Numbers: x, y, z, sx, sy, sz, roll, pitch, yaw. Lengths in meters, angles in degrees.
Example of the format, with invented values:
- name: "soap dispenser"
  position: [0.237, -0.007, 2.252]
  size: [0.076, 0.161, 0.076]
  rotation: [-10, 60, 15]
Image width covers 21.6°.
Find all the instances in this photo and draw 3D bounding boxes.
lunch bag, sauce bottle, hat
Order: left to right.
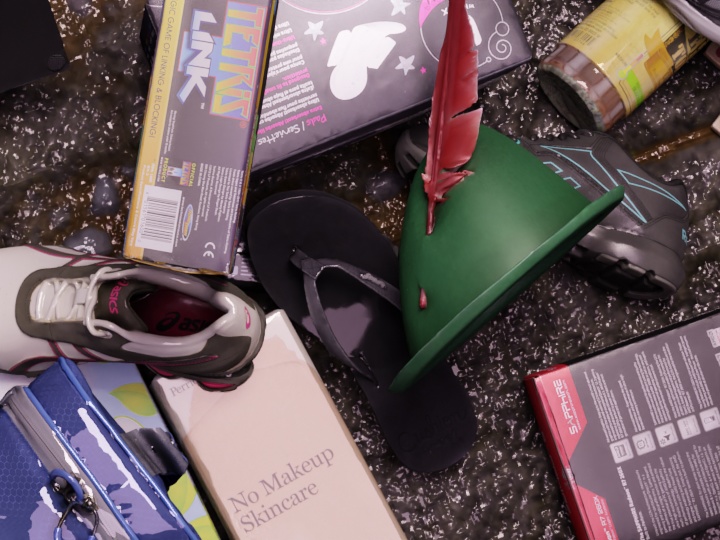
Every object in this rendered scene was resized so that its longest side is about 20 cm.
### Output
- name: "lunch bag"
  position: [-0.152, 0.128, 0.979]
  size: [0.132, 0.200, 0.136]
  rotation: [-37, 85, -13]
- name: "hat"
  position: [0.038, -0.060, 1.071]
  size: [0.200, 0.166, 0.176]
  rotation: [-41, 84, 7]
- name: "sauce bottle"
  position: [0.201, -0.170, 1.189]
  size: [0.200, 0.065, 0.065]
  rotation: [-43, 91, -7]

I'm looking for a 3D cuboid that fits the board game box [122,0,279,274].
- name: "board game box"
  position: [-0.075, -0.099, 0.965]
  size: [0.056, 0.165, 0.202]
  rotation: [9, 90, -2]

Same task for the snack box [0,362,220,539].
- name: "snack box"
  position: [-0.186, 0.134, 1.108]
  size: [0.168, 0.068, 0.201]
  rotation: [-25, 89, -10]

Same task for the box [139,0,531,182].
- name: "box"
  position: [-0.019, -0.131, 1.123]
  size: [0.199, 0.132, 0.116]
  rotation: [-21, 91, -8]

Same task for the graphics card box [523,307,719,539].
- name: "graphics card box"
  position: [0.213, 0.093, 1.172]
  size: [0.199, 0.051, 0.126]
  rotation: [-19, 87, -8]

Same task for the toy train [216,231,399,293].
- name: "toy train"
  position: [0.000, 0.000, 1.162]
  size: [0.198, 0.034, 0.046]
  rotation: [4, 87, -6]

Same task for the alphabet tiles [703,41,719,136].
- name: "alphabet tiles"
  position: [0.327, -0.114, 1.229]
  size: [0.200, 0.008, 0.167]
  rotation: [40, 81, -3]

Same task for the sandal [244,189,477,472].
- name: "sandal"
  position: [0.007, 0.034, 1.132]
  size: [0.076, 0.043, 0.201]
  rotation: [-37, 102, 3]

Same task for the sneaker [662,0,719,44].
- name: "sneaker"
  position: [0.198, -0.204, 1.107]
  size: [0.199, 0.114, 0.076]
  rotation: [30, 75, 12]

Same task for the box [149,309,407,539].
- name: "box"
  position: [-0.040, 0.132, 1.122]
  size: [0.095, 0.078, 0.201]
  rotation: [-30, 89, -8]

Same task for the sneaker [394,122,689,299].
- name: "sneaker"
  position: [0.115, -0.052, 1.171]
  size: [0.199, 0.075, 0.080]
  rotation: [24, 72, -13]

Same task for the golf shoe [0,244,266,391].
- name: "golf shoe"
  position: [-0.151, 0.017, 1.048]
  size: [0.198, 0.088, 0.078]
  rotation: [4, 75, 2]

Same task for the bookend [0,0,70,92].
- name: "bookend"
  position: [-0.258, -0.233, 1.110]
  size: [0.091, 0.199, 0.201]
  rotation: [-20, 131, -8]
